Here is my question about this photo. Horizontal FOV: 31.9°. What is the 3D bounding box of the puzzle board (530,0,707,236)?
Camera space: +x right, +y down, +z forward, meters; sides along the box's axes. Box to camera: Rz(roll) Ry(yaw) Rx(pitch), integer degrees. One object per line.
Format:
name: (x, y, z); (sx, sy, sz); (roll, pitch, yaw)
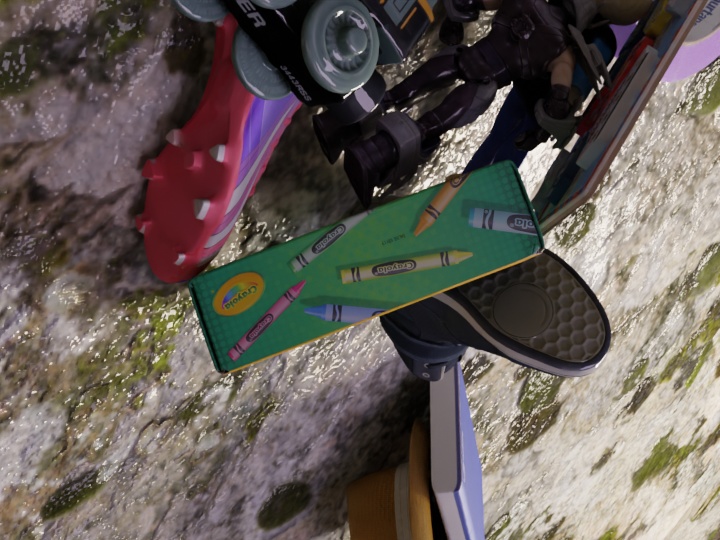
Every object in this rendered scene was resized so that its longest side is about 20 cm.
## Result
puzzle board: (0.162, -0.112, 0.776); (0.202, 0.017, 0.151); (-58, 180, -13)

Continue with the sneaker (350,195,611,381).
sneaker: (0.088, 0.038, 0.886); (0.077, 0.201, 0.147); (-48, 150, -21)

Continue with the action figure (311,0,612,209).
action figure: (0.068, -0.120, 0.780); (0.198, 0.131, 0.070); (-31, 150, -5)

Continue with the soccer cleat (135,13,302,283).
soccer cleat: (-0.064, -0.082, 0.703); (0.076, 0.066, 0.202); (-1, 119, -49)

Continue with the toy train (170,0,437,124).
toy train: (-0.039, -0.167, 0.595); (0.200, 0.085, 0.115); (49, 62, -29)

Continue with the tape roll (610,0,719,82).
tape roll: (0.245, -0.244, 0.930); (0.199, 0.065, 0.202); (-31, 142, -28)

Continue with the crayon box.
crayon box: (0.000, 0.000, 0.753); (0.197, 0.059, 0.119); (-20, 179, -5)

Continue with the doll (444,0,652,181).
doll: (0.127, -0.123, 0.859); (0.048, 0.137, 0.201); (27, 118, -14)

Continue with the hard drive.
hard drive: (0.086, 0.178, 1.099); (0.025, 0.134, 0.201); (-5, 143, 9)

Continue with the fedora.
fedora: (0.031, 0.224, 1.071); (0.080, 0.203, 0.202); (-7, 143, 8)
